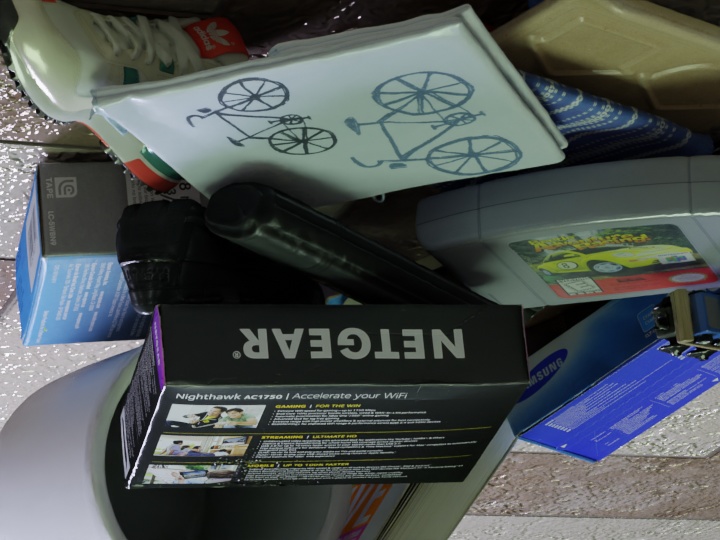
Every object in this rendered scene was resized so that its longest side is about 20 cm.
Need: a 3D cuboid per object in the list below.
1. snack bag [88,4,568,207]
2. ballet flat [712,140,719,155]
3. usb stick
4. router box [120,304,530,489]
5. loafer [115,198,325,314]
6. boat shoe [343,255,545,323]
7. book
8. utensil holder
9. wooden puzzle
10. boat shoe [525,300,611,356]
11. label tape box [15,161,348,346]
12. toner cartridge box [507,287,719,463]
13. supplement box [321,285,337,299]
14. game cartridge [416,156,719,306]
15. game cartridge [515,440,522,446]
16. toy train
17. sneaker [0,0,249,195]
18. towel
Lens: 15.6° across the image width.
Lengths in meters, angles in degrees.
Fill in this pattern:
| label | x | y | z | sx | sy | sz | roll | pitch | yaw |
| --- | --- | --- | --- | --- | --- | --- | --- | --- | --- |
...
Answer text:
| label | x | y | z | sx | sy | sz | roll | pitch | yaw |
| --- | --- | --- | --- | --- | --- | --- | --- | --- | --- |
| snack bag | -0.012 | -0.075 | 1.328 | 0.199 | 0.022 | 0.189 | -11 | 160 | 18 |
| ballet flat | 0.220 | -0.055 | 1.520 | 0.067 | 0.047 | 0.200 | -24 | 176 | -21 |
| usb stick | 0.000 | 0.000 | 1.412 | 0.200 | 0.033 | 0.055 | 26 | 164 | -40 |
| router box | -0.022 | 0.069 | 1.427 | 0.199 | 0.051 | 0.149 | 0 | 155 | -14 |
| loafer | -0.076 | 0.019 | 1.455 | 0.068 | 0.071 | 0.200 | -5 | 163 | 23 |
| boat shoe | 0.089 | 0.005 | 1.589 | 0.201 | 0.063 | 0.074 | -28 | 163 | -11 |
| book | 0.002 | 0.163 | 1.602 | 0.048 | 0.200 | 0.133 | 47 | 141 | -13 |
| utensil holder | -0.123 | 0.127 | 1.616 | 0.169 | 0.171 | 0.200 | 5 | 170 | -27 |
| wooden puzzle | 0.122 | -0.107 | 1.416 | 0.185 | 0.047 | 0.200 | 14 | 156 | -40 |
| boat shoe | 0.175 | 0.006 | 1.633 | 0.199 | 0.071 | 0.070 | -20 | 128 | 13 |
| label tape box | -0.099 | -0.011 | 1.567 | 0.199 | 0.064 | 0.144 | -2 | 159 | -14 |
| toner cartridge box | 0.186 | 0.041 | 1.578 | 0.200 | 0.043 | 0.095 | -36 | 147 | 24 |
| supplement box | -0.003 | 0.058 | 1.772 | 0.108 | 0.061 | 0.200 | -16 | 157 | 26 |
| game cartridge | 0.139 | -0.021 | 1.447 | 0.199 | 0.041 | 0.133 | -7 | 157 | 21 |
| game cartridge | 0.014 | 0.094 | 1.723 | 0.199 | 0.042 | 0.133 | 13 | 149 | -32 |
| toy train | 0.230 | 0.036 | 1.499 | 0.046 | 0.034 | 0.199 | -17 | 164 | 38 |
| sneaker | -0.112 | -0.110 | 1.332 | 0.093 | 0.071 | 0.200 | -30 | 151 | 11 |
| towel | 0.077 | -0.067 | 1.416 | 0.199 | 0.024 | 0.144 | 14 | 157 | -41 |
